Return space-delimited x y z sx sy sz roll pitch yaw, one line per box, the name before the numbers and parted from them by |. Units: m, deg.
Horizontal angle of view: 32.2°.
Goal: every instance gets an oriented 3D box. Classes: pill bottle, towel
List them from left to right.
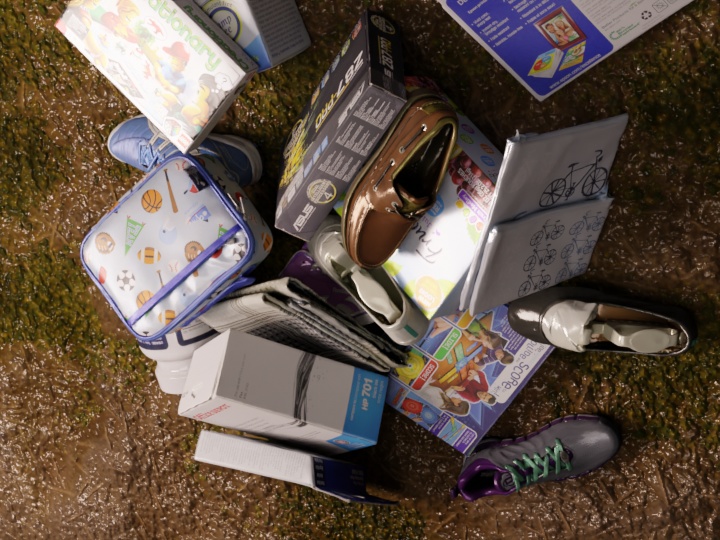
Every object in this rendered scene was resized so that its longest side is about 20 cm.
pill bottle | -0.224 0.040 1.509 0.115 0.116 0.201 -4 110 26
towel | -0.073 0.077 1.421 0.192 0.035 0.200 36 150 -28

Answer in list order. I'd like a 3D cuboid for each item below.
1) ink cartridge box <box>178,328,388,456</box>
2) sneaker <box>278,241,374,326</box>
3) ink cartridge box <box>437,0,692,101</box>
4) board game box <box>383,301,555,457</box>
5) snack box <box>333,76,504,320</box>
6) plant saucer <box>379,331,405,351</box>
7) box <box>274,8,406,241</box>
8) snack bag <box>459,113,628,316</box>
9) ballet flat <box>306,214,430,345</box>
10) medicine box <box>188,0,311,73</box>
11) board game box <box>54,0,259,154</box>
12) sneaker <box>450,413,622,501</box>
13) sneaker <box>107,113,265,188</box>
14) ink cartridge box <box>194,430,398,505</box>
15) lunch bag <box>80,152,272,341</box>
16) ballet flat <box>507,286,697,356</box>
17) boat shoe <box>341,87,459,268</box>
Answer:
ink cartridge box | -0.090 0.144 1.429 0.199 0.086 0.146 20 159 -19
sneaker | -0.014 0.005 1.422 0.200 0.073 0.115 -20 99 34
ink cartridge box | 0.186 -0.279 1.178 0.197 0.047 0.200 -31 124 33
board game box | 0.120 0.104 1.411 0.135 0.034 0.200 34 122 -1
snack box | 0.072 -0.078 1.317 0.200 0.068 0.169 51 126 24
plant saucer | 0.102 0.042 1.420 0.070 0.019 0.200 43 123 1
box | -0.023 -0.152 1.309 0.049 0.162 0.200 23 125 -20
snack bag | 0.190 -0.059 1.242 0.021 0.188 0.201 39 130 36
ballet flat | 0.000 0.000 1.352 0.200 0.069 0.070 48 126 28
medicine box | -0.182 -0.299 1.351 0.181 0.103 0.201 -15 106 29
board game box | -0.216 -0.237 1.312 0.200 0.035 0.126 44 122 1
sneaker | 0.200 0.224 1.414 0.199 0.088 0.075 -21 102 30
sneaker | -0.213 -0.135 1.451 0.199 0.077 0.076 11 118 21
ink cartridge box | -0.068 0.235 1.486 0.199 0.200 0.041 12 82 19
lunch bag | -0.199 -0.025 1.373 0.200 0.076 0.161 -39 80 18
ballet flat | 0.253 0.056 1.300 0.199 0.068 0.068 3 106 6
boat shoe | 0.038 -0.080 1.241 0.072 0.068 0.201 7 119 -27
